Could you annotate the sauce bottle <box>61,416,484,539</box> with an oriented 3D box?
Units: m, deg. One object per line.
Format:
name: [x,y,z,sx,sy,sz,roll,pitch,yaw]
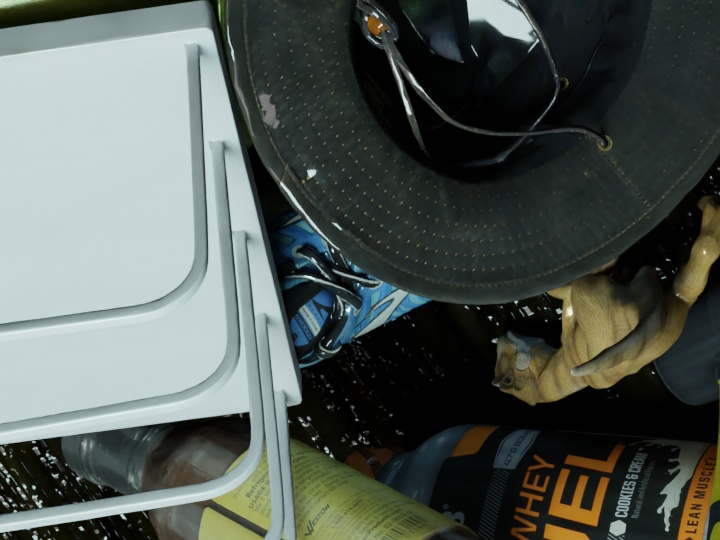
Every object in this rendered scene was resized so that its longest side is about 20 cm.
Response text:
sauce bottle: [-0.032,0.092,1.072,0.200,0.065,0.065,27,134,38]

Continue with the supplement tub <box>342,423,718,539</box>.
supplement tub: [0.090,0.123,1.108,0.200,0.123,0.123,3,123,20]

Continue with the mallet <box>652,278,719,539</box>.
mallet: [0.123,0.081,1.023,0.066,0.200,0.041,-23,128,40]

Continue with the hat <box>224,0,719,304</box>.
hat: [0.040,-0.088,0.991,0.201,0.201,0.081,49,168,-13]

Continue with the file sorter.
file sorter: [-0.098,0.031,0.959,0.138,0.125,0.200,-8,140,3]

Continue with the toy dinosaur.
toy dinosaur: [0.098,0.015,1.032,0.060,0.106,0.200,27,167,-4]

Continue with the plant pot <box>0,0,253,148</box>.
plant pot: [-0.126,-0.113,1.010,0.192,0.201,0.201,3,124,7]

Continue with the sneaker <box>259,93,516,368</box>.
sneaker: [0.000,0.000,1.082,0.200,0.090,0.078,-31,106,35]
